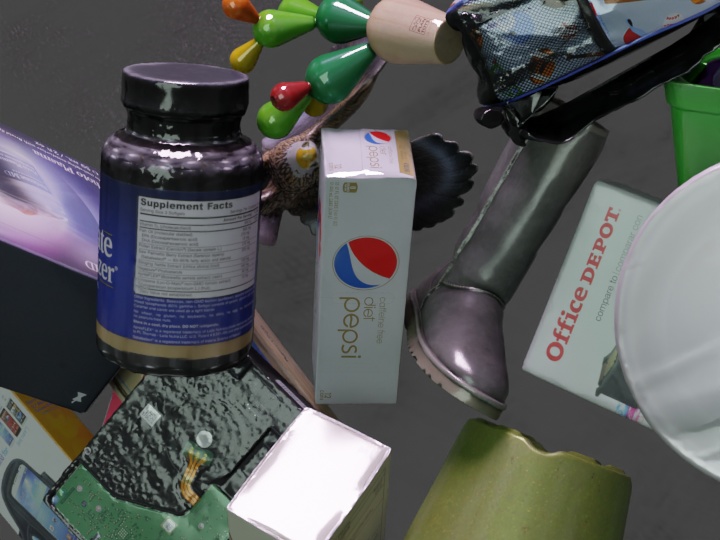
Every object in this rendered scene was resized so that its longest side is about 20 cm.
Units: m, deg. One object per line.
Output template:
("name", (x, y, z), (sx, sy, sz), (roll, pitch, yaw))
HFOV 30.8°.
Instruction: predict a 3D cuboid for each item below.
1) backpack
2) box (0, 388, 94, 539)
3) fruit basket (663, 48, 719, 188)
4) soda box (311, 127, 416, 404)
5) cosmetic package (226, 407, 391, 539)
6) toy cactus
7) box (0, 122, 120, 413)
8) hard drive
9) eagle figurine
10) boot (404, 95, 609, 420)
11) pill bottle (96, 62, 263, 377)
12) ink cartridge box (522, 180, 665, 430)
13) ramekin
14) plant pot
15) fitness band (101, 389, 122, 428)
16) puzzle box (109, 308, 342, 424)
("backpack", (0.155, -0.195, 0.831), (0.190, 0.200, 0.154), (-16, 112, 20))
("box", (-0.260, 0.176, 1.097), (0.200, 0.041, 0.119), (44, 125, 12))
("fruit basket", (0.307, -0.132, 0.835), (0.215, 0.155, 0.216), (9, 112, 23))
("soda box", (0.000, 0.000, 0.937), (0.064, 0.068, 0.200), (0, 125, -4))
("cosmetic package", (-0.036, 0.205, 0.938), (0.073, 0.104, 0.200), (24, 139, 20))
("toy cactus", (-0.001, -0.178, 0.894), (0.165, 0.102, 0.200), (21, 70, 42))
("box", (-0.281, -0.019, 1.002), (0.123, 0.200, 0.198), (-49, 44, 16))
("hard drive", (-0.131, 0.149, 0.998), (0.140, 0.038, 0.200), (42, 99, 14))
("eagle figurine", (-0.029, -0.089, 0.992), (0.200, 0.151, 0.152), (-23, 126, -8))
("boot", (0.110, -0.016, 0.912), (0.200, 0.073, 0.182), (-51, 28, 14))
("pill bottle", (-0.124, -0.037, 0.901), (0.112, 0.112, 0.200), (12, 108, 22))
("ink cartridge box", (0.231, 0.041, 0.892), (0.200, 0.083, 0.146), (23, 100, 20))
("ramekin", (0.257, 0.026, 0.773), (0.202, 0.094, 0.203), (5, 102, 24))
("plant pot", (0.102, 0.210, 0.908), (0.200, 0.200, 0.190), (19, 84, 21))
("fitness band", (-0.136, 0.127, 1.072), (0.143, 0.037, 0.200), (24, 100, 18))
("puzzle box", (-0.118, 0.093, 1.032), (0.133, 0.025, 0.200), (-42, 78, 16))
